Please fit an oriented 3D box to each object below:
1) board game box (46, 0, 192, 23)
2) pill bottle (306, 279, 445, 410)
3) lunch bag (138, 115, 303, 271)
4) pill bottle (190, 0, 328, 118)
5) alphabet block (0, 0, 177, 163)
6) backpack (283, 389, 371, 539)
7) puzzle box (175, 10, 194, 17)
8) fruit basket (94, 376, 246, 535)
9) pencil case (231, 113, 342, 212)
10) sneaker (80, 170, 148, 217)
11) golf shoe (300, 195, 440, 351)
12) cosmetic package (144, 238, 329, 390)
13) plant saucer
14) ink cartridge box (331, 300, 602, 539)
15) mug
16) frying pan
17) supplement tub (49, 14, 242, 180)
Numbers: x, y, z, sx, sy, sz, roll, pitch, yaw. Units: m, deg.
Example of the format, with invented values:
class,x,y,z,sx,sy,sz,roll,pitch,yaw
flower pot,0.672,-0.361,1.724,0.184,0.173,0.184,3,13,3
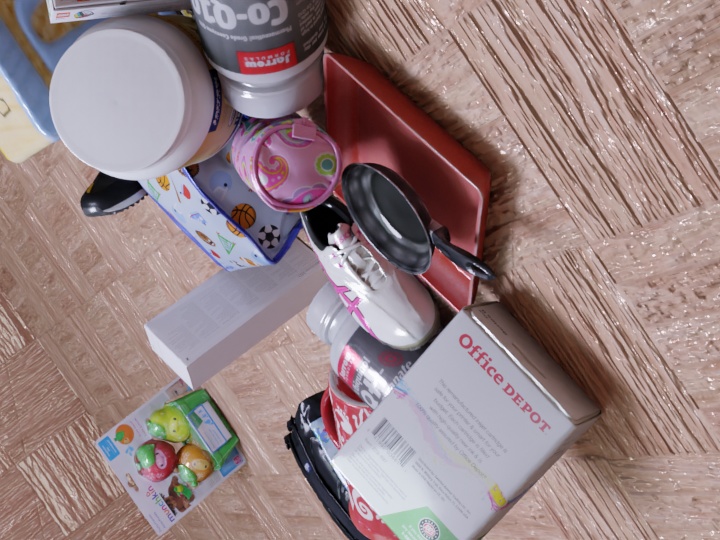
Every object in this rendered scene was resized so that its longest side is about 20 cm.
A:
class,x,y,z,sx,sy,sz,roll,pitch,yaw
board game box,-0.221,-0.318,1.291,0.035,0.125,0.202,141,119,-69
pill bottle,0.040,0.089,1.488,0.200,0.110,0.111,43,157,26
lunch bag,-0.153,-0.106,1.565,0.200,0.124,0.170,41,161,-14
pill bottle,-0.087,-0.232,1.258,0.114,0.114,0.201,39,155,33
alphabet block,-0.320,-0.248,1.555,0.197,0.195,0.200,59,158,-10
backpack,0.007,0.253,1.798,0.164,0.152,0.201,101,150,-60
puzzle box,-0.208,-0.268,1.584,0.200,0.025,0.134,37,154,37
fruit basket,-0.299,0.291,2.401,0.093,0.200,0.186,-23,102,54
pencil case,-0.070,-0.105,1.367,0.088,0.087,0.200,59,178,-13
sneaker,-0.256,-0.139,1.658,0.069,0.200,0.091,-3,122,37
golf shoe,0.000,0.000,1.425,0.200,0.073,0.092,48,-177,39
cosmetic package,-0.134,0.041,1.657,0.082,0.199,0.051,39,154,34
plant saucer,0.045,-0.080,1.321,0.200,0.037,0.201,44,158,24
ink cartridge box,0.095,0.148,1.342,0.145,0.200,0.087,46,-158,16
mug,0.015,0.181,1.634,0.176,0.134,0.201,6,132,22
frying pan,0.045,-0.048,1.278,0.190,0.031,0.116,1,125,60
supplement tub,-0.191,-0.159,1.360,0.145,0.144,0.200,55,-168,-3
